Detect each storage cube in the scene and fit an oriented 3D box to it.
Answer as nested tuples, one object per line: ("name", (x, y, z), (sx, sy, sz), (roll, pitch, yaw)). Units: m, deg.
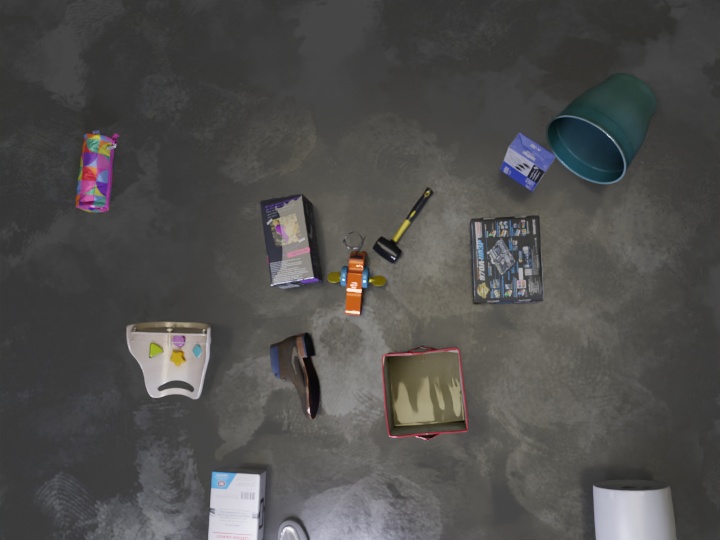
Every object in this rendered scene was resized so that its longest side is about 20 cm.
("storage cube", (0.142, 0.266, 1.616), (0.171, 0.180, 0.200), (-6, 85, 6))

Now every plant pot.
("plant pot", (0.552, -0.330, 1.633), (0.200, 0.200, 0.188), (39, 74, 8))

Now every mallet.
("mallet", (0.100, -0.117, 1.732), (0.066, 0.041, 0.200), (28, 84, 5))

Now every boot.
("boot", (-0.152, 0.673, 1.650), (0.073, 0.096, 0.200), (-12, 83, 5))
("boot", (-0.155, 0.252, 1.712), (0.097, 0.075, 0.200), (-11, 76, 17))

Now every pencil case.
("pencil case", (-0.650, -0.243, 1.801), (0.088, 0.088, 0.200), (6, 87, 7))

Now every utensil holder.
("utensil holder", (0.581, 0.556, 1.548), (0.170, 0.170, 0.200), (-4, 82, 6))

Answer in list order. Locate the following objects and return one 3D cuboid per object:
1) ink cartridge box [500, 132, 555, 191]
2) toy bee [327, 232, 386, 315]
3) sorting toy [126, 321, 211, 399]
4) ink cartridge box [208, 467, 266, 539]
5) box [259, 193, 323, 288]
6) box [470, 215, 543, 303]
("ink cartridge box", (0.370, -0.238, 1.629), (0.094, 0.200, 0.044), (36, 89, 9))
("toy bee", (0.000, 0.000, 1.708), (0.131, 0.109, 0.200), (25, 112, 0))
("sorting toy", (-0.440, 0.215, 1.731), (0.200, 0.107, 0.180), (1, 92, 6))
("ink cartridge box", (-0.285, 0.564, 1.689), (0.116, 0.068, 0.200), (2, 84, 7))
("box", (-0.160, -0.065, 1.709), (0.106, 0.122, 0.200), (-9, 83, 6))
("box", (0.337, -0.025, 1.689), (0.159, 0.046, 0.200), (-3, 84, 6))
